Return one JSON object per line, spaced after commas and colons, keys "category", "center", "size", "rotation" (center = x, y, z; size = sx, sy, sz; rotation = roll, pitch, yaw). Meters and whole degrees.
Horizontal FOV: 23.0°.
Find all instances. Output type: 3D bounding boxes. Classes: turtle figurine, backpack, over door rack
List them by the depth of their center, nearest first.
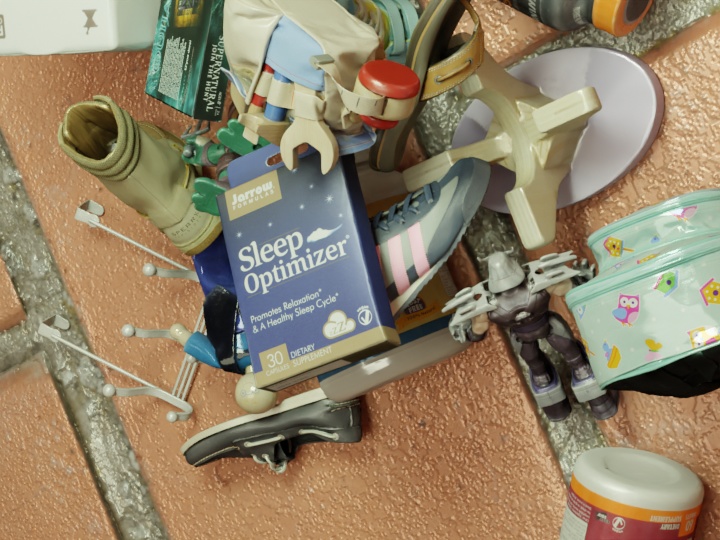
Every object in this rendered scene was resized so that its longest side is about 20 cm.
{"category": "backpack", "center": [0.256, 0.020, 1.362], "size": [0.176, 0.200, 0.154], "rotation": [-21, 86, 33]}
{"category": "turtle figurine", "center": [-0.107, -0.140, 1.548], "size": [0.101, 0.200, 0.150], "rotation": [5, 125, -5]}
{"category": "over door rack", "center": [-0.232, 0.043, 1.741], "size": [0.200, 0.067, 0.148], "rotation": [30, 111, 24]}

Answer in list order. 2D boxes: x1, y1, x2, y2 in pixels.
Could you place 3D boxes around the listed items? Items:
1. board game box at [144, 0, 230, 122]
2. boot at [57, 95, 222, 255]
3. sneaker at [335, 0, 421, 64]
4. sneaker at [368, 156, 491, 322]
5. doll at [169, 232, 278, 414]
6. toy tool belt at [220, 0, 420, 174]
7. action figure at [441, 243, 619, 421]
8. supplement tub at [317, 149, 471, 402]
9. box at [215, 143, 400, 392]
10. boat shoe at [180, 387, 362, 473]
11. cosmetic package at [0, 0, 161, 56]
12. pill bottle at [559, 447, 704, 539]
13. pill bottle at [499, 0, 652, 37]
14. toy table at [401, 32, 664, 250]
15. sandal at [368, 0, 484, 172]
{"category": "board game box", "center": [-0.132, -0.233, 1.476], "size": [0.135, 0.028, 0.200], "rotation": [32, 113, 62]}
{"category": "boot", "center": [-0.215, -0.111, 1.623], "size": [0.073, 0.155, 0.200], "rotation": [-42, 40, 7]}
{"category": "sneaker", "center": [0.001, -0.219, 1.505], "size": [0.200, 0.130, 0.080], "rotation": [104, 146, -64]}
{"category": "sneaker", "center": [0.021, -0.022, 1.413], "size": [0.082, 0.070, 0.200], "rotation": [35, 103, -16]}
{"category": "doll", "center": [-0.115, 0.038, 1.645], "size": [0.136, 0.048, 0.200], "rotation": [-16, 75, 6]}
{"category": "toy tool belt", "center": [-0.034, -0.135, 1.360], "size": [0.200, 0.125, 0.123], "rotation": [42, 130, 37]}
{"category": "action figure", "center": [0.143, 0.046, 1.452], "size": [0.130, 0.069, 0.200], "rotation": [-16, 132, 20]}
{"category": "supplement tub", "center": [0.000, 0.000, 1.547], "size": [0.145, 0.145, 0.200], "rotation": [-26, 84, 32]}
{"category": "box", "center": [-0.047, -0.017, 1.398], "size": [0.121, 0.032, 0.200], "rotation": [-22, 69, 24]}
{"category": "boat shoe", "center": [-0.084, 0.161, 1.667], "size": [0.200, 0.073, 0.063], "rotation": [-22, 83, 27]}
{"category": "cosmetic package", "center": [-0.231, -0.281, 1.610], "size": [0.165, 0.200, 0.165], "rotation": [1, 98, 31]}
{"category": "pill bottle", "center": [0.215, 0.258, 1.478], "size": [0.109, 0.110, 0.200], "rotation": [17, 106, 28]}
{"category": "pill bottle", "center": [0.144, -0.263, 1.440], "size": [0.200, 0.106, 0.106], "rotation": [31, 112, 24]}
{"category": "toy table", "center": [0.138, -0.113, 1.463], "size": [0.200, 0.117, 0.184], "rotation": [-37, 78, 31]}
{"category": "sandal", "center": [0.064, -0.158, 1.390], "size": [0.055, 0.082, 0.200], "rotation": [28, 111, 9]}
